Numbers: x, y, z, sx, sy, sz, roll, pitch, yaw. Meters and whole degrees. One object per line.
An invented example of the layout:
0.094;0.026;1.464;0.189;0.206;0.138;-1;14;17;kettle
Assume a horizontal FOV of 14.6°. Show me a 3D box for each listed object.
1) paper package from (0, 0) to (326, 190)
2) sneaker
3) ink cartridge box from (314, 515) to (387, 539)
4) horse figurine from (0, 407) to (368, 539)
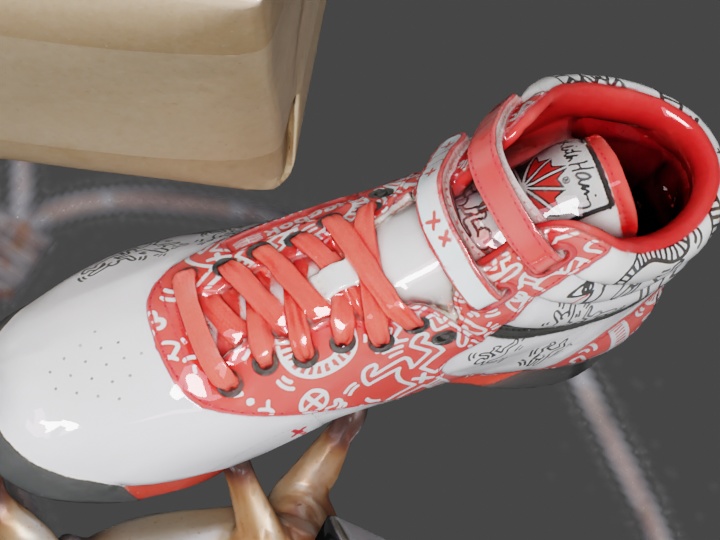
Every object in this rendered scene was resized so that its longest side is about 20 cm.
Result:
-0.101;-0.132;0.722;0.199;0.104;0.191;8;66;4;paper package
0.000;-0.001;0.728;0.201;0.108;0.067;-10;68;-27;sneaker
0.054;0.153;0.806;0.200;0.037;0.095;27;99;-17;ink cartridge box
-0.065;0.077;0.805;0.199;0.050;0.133;-5;113;-5;horse figurine
